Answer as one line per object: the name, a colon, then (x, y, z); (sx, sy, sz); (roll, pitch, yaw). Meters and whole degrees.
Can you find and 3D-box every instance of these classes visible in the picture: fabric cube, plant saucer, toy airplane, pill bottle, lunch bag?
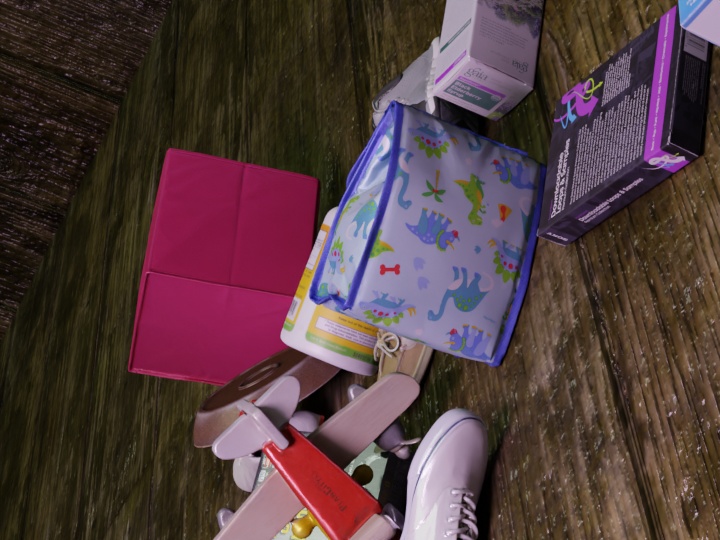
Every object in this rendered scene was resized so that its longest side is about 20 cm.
fabric cube: (-0.164, 0.004, 2.050); (0.197, 0.199, 0.200); (110, 167, -47)
plant saucer: (-0.106, 0.130, 1.884); (0.200, 0.035, 0.200); (-30, 9, 5)
toy airplane: (-0.044, 0.191, 1.541); (0.141, 0.199, 0.200); (93, 178, -79)
pill bottle: (0.000, 0.000, 1.791); (0.201, 0.111, 0.111); (-69, 19, 2)
lunch bag: (0.068, -0.035, 1.553); (0.127, 0.169, 0.201); (13, 84, 67)

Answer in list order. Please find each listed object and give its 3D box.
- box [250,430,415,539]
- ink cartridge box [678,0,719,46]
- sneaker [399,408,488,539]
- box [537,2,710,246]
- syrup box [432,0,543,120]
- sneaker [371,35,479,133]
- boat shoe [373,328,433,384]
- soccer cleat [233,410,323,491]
box: (-0.043, 0.259, 1.633); (0.158, 0.048, 0.201); (2, 70, 38)
ink cartridge box: (0.308, -0.281, 1.280); (0.145, 0.084, 0.201); (-50, 26, 45)
sneaker: (0.076, 0.221, 1.448); (0.071, 0.073, 0.201); (20, 96, 57)
box: (0.221, -0.121, 1.430); (0.200, 0.036, 0.144); (-36, 37, 56)
syrup box: (0.136, -0.263, 1.737); (0.081, 0.078, 0.201); (-39, 36, 55)
sneaker: (0.062, -0.162, 1.804); (0.115, 0.075, 0.200); (-33, 25, 24)
boat shoe: (0.043, 0.040, 1.707); (0.073, 0.063, 0.202); (-17, 54, 66)
soccer cleat: (-0.110, 0.200, 1.902); (0.200, 0.077, 0.070); (-38, 56, 55)
